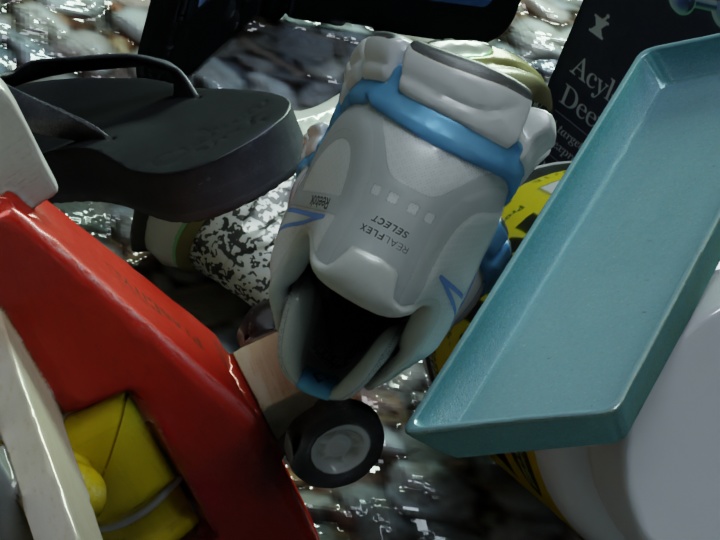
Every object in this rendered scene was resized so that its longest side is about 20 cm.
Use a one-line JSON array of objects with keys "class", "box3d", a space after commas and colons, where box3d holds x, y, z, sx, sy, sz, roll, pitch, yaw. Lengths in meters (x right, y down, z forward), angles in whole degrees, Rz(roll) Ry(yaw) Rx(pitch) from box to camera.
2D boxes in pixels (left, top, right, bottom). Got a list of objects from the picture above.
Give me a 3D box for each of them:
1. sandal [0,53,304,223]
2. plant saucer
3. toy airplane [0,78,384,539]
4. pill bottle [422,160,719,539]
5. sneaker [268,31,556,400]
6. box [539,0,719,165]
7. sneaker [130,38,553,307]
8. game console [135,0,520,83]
[{"class": "sandal", "box3d": [-0.090, -0.056, 0.917, 0.076, 0.043, 0.200, -37, 25, -31]}, {"class": "plant saucer", "box3d": [0.083, -0.012, 0.771, 0.070, 0.019, 0.200, -8, 33, 35]}, {"class": "toy airplane", "box3d": [-0.106, 0.032, 0.781, 0.199, 0.141, 0.200, 49, 11, 10]}, {"class": "pill bottle", "box3d": [0.096, 0.033, 0.840, 0.114, 0.114, 0.200, 8, 8, -16]}, {"class": "sneaker", "box3d": [0.000, 0.000, 0.760, 0.075, 0.200, 0.087, 26, 77, 5]}, {"class": "box", "box3d": [0.175, -0.085, 1.032, 0.107, 0.200, 0.148, -13, 44, -45]}, {"class": "sneaker", "box3d": [0.010, -0.023, 0.994, 0.200, 0.077, 0.089, -23, 61, -37]}, {"class": "game console", "box3d": [0.010, -0.166, 1.068, 0.116, 0.200, 0.176, 25, 34, 10]}]
